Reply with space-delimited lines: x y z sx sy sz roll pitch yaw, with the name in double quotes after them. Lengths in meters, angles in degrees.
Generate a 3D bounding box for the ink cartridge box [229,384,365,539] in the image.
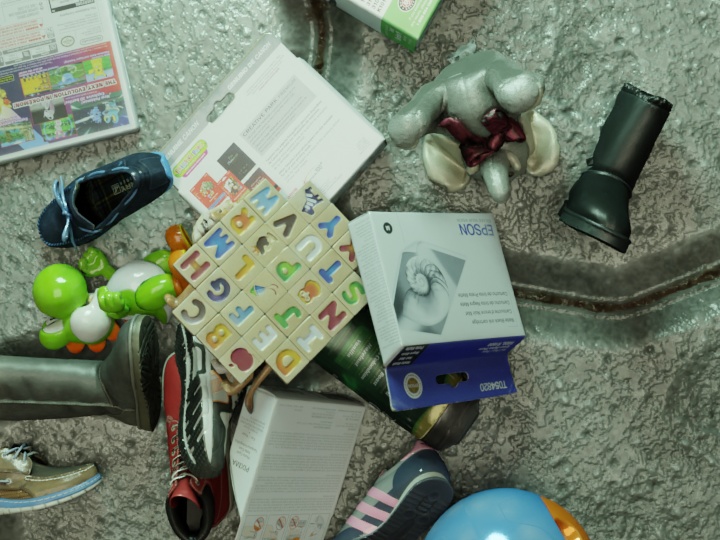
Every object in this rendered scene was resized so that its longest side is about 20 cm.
-0.083 0.229 1.313 0.047 0.159 0.202 21 94 37 "ink cartridge box"

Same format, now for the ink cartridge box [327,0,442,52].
0.011 -0.355 1.319 0.199 0.084 0.147 29 92 0 "ink cartridge box"

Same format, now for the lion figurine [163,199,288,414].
-0.125 0.035 1.255 0.122 0.072 0.201 -34 84 -3 "lion figurine"

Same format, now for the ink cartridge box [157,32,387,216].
-0.099 -0.129 1.331 0.176 0.084 0.200 44 93 1 "ink cartridge box"

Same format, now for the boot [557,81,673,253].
0.274 -0.111 1.270 0.073 0.198 0.164 27 99 -2 "boot"

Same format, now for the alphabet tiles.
-0.086 0.010 1.229 0.167 0.006 0.200 46 74 -3 "alphabet tiles"

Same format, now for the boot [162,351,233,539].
-0.185 0.189 1.318 0.072 0.144 0.202 -10 90 5 "boot"

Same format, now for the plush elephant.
0.133 -0.145 1.298 0.163 0.200 0.156 -18 114 15 "plush elephant"

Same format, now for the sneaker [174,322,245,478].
-0.152 0.130 1.296 0.079 0.074 0.202 15 49 -26 "sneaker"

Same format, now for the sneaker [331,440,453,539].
0.026 0.273 1.361 0.070 0.082 0.200 35 114 -28 "sneaker"

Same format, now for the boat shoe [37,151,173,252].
-0.293 -0.081 1.311 0.199 0.068 0.085 -31 87 33 "boat shoe"

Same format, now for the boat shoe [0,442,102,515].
-0.392 0.234 1.362 0.198 0.072 0.073 -11 91 2 "boat shoe"

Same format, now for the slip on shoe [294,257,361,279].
0.000 0.000 1.315 0.198 0.076 0.061 -8 117 -32 "slip on shoe"

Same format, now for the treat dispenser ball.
0.156 0.334 1.284 0.199 0.201 0.203 0 92 2 "treat dispenser ball"

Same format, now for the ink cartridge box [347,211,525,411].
0.090 0.037 1.271 0.040 0.198 0.202 -25 74 44 "ink cartridge box"

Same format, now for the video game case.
-0.365 -0.225 1.368 0.198 0.023 0.184 -13 92 1 "video game case"

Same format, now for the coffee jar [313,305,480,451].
0.038 0.114 1.327 0.199 0.104 0.086 36 89 1 "coffee jar"

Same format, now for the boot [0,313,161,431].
-0.324 0.109 1.329 0.198 0.073 0.183 11 130 4 "boot"

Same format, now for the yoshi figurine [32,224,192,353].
-0.280 0.015 1.339 0.199 0.112 0.113 -26 75 5 "yoshi figurine"
